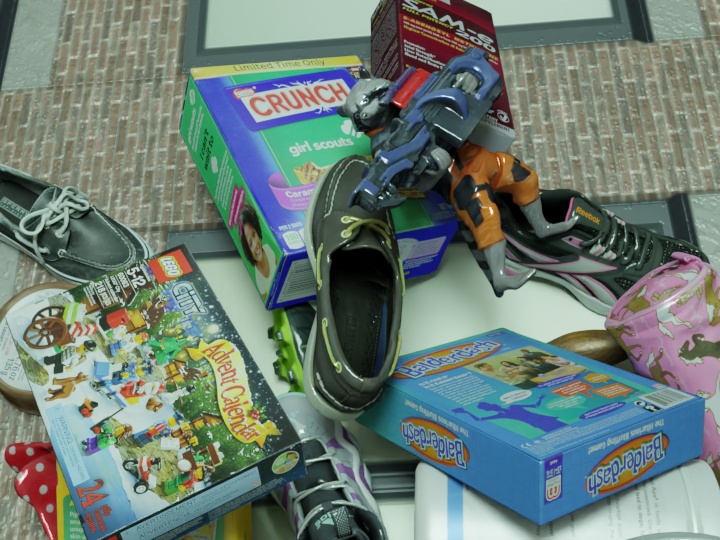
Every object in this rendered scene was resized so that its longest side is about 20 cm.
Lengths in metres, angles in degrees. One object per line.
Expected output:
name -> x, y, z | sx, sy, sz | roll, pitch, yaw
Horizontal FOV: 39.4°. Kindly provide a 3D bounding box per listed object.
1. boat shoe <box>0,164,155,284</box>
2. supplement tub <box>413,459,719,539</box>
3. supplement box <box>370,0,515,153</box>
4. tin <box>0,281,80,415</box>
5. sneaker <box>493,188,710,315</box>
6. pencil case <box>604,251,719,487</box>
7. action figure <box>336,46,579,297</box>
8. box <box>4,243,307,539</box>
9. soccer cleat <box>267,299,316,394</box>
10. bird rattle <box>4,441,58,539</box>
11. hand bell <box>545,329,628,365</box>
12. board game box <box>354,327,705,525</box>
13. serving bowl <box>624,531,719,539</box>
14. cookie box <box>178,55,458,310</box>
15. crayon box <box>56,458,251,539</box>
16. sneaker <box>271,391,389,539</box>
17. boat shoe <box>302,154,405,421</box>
boat shoe -> -0.269, -0.043, 0.891 | 0.198, 0.068, 0.074 | 30, 67, 20
supplement tub -> 0.136, 0.192, 0.682 | 0.197, 0.133, 0.134 | -1, 60, 6
supplement box -> 0.068, -0.173, 0.883 | 0.107, 0.061, 0.202 | 19, 40, -18
tin -> -0.220, 0.071, 0.842 | 0.197, 0.042, 0.114 | 7, 66, 9
sneaker -> 0.186, -0.021, 0.823 | 0.197, 0.087, 0.081 | 11, 63, 10
pencil case -> 0.256, 0.088, 0.710 | 0.086, 0.082, 0.201 | -40, 96, -40
action figure -> 0.053, -0.063, 0.733 | 0.194, 0.105, 0.200 | 46, 51, 3
box -> -0.138, 0.079, 0.655 | 0.135, 0.038, 0.201 | -24, 49, -17
soccer cleat -> -0.041, 0.024, 0.836 | 0.080, 0.068, 0.202 | -6, 59, -13
bird rattle -> -0.175, 0.108, 0.761 | 0.197, 0.113, 0.166 | -9, 97, 6
hand bell -> 0.235, 0.055, 0.788 | 0.197, 0.104, 0.106 | -8, 59, 14
board game box -> 0.109, 0.097, 0.696 | 0.150, 0.046, 0.199 | -12, 18, -31
serving bowl -> 0.185, 0.244, 0.580 | 0.197, 0.066, 0.204 | 1, 94, 9
cookie box -> -0.038, -0.082, 0.838 | 0.169, 0.076, 0.201 | -12, 57, -31
crayon box -> -0.138, 0.208, 0.687 | 0.124, 0.052, 0.203 | 1, 97, 6
sneaker -> -0.019, 0.164, 0.689 | 0.077, 0.140, 0.202 | -25, 71, -7
boat shoe -> 0.000, 0.000, 0.707 | 0.071, 0.061, 0.204 | 12, 61, -20
